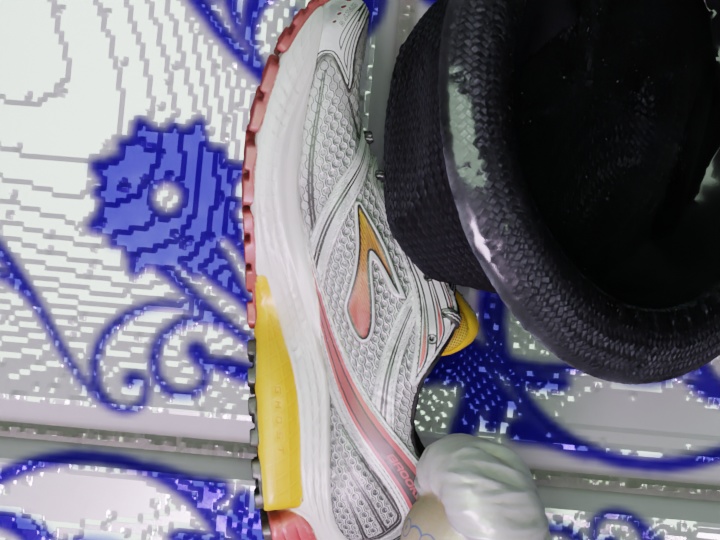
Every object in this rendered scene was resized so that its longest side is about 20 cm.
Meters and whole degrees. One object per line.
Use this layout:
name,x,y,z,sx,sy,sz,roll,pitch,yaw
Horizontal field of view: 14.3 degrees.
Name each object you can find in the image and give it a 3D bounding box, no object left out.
grandmother figurine,0.018,0.153,0.986,0.121,0.060,0.201,24,103,38
fedora,0.069,-0.053,0.986,0.091,0.200,0.201,-10,83,45
sneaker,0.000,0.000,1.025,0.082,0.078,0.201,-3,95,2
